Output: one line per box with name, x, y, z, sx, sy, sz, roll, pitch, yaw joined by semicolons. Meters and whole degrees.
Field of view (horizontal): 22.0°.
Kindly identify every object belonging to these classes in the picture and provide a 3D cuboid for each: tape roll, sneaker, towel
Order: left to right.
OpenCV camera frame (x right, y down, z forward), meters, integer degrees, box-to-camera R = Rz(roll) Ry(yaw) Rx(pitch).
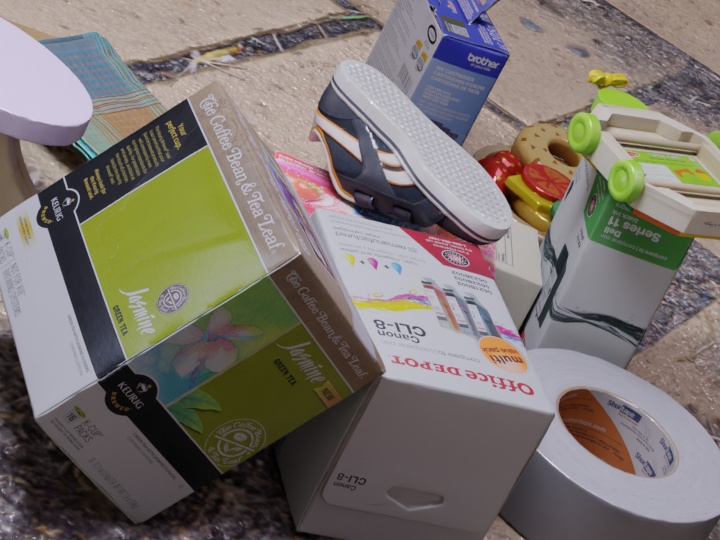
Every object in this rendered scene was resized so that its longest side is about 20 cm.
towel;-0.207;-0.127;1.569;0.200;0.022;0.146;46;29;16
sneaker;0.036;-0.074;1.453;0.078;0.080;0.200;-2;42;-50
tape roll;0.184;0.148;1.432;0.199;0.066;0.201;21;29;-12

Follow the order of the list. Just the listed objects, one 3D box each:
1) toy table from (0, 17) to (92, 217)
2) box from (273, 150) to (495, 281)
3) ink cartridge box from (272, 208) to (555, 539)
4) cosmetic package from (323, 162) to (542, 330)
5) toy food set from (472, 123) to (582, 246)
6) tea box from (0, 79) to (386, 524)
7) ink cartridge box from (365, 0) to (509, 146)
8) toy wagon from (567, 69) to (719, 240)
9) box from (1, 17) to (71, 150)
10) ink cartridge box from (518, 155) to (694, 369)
toy table;-0.307;-0.120;1.412;0.200;0.118;0.183;39;30;20
box;0.000;0.000;1.486;0.199;0.103;0.095;21;27;-7
ink cartridge box;0.024;0.081;1.325;0.144;0.145;0.201;13;32;-25
cosmetic package;0.052;-0.020;1.591;0.199;0.071;0.105;22;28;-8
toy food set;0.202;-0.072;1.829;0.198;0.049;0.199;42;32;26
tea box;-0.119;0.018;1.221;0.134;0.196;0.200;54;6;-43
ink cartridge box;0.065;-0.187;1.745;0.076;0.201;0.137;13;31;-22
toy wagon;0.238;-0.094;1.486;0.154;0.040;0.200;5;33;-31
box;-0.323;-0.177;1.591;0.199;0.021;0.164;18;30;-16
ink cartridge box;0.202;-0.003;1.558;0.083;0.201;0.147;19;28;-7
